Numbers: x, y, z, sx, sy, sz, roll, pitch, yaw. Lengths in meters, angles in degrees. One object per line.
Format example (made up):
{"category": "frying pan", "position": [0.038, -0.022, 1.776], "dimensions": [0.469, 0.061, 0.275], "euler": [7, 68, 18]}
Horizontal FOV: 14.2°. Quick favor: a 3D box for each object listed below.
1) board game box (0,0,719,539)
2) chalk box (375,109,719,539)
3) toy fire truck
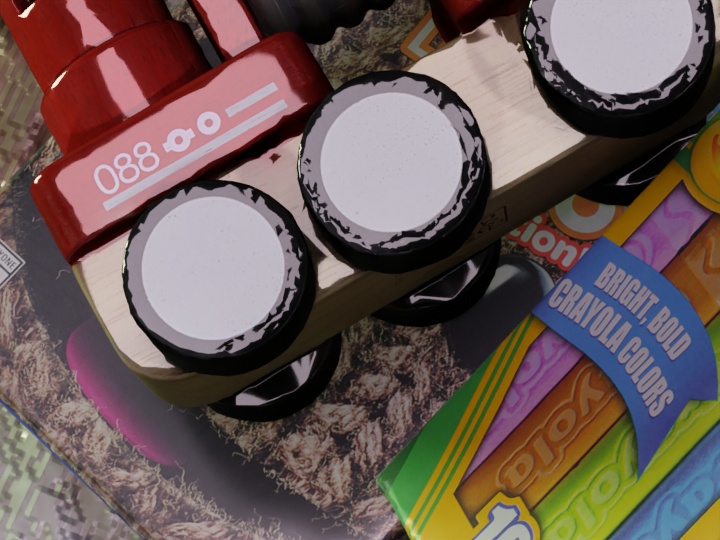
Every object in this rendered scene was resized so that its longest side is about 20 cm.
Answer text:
{"category": "board game box", "position": [0.000, 0.000, 0.833], "dimensions": [0.159, 0.097, 0.200], "euler": [40, 82, 21]}
{"category": "chalk box", "position": [0.125, 0.040, 0.711], "dimensions": [0.200, 0.125, 0.124], "euler": [-47, 32, 10]}
{"category": "toy fire truck", "position": [-0.019, -0.082, 0.762], "dimensions": [0.176, 0.129, 0.200], "euler": [-31, 78, -1]}
